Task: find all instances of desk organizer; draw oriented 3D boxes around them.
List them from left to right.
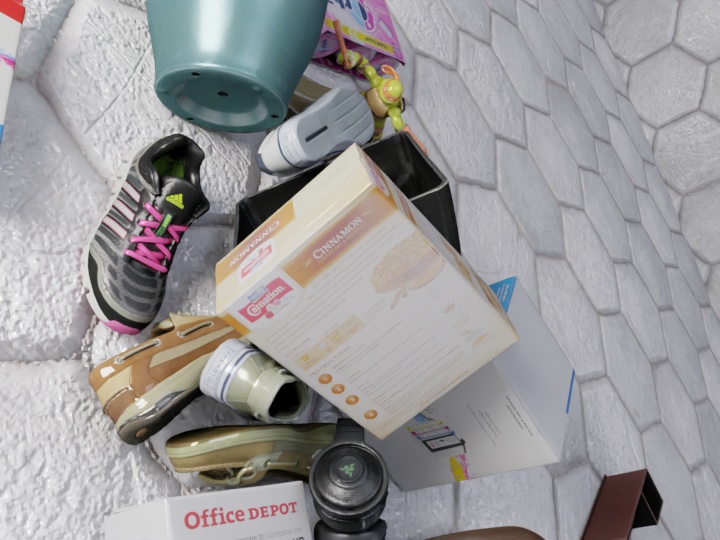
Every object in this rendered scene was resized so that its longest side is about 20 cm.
[{"bbox_3d":[0.419,0.402,1.141,0.200,0.077,0.072,-32,96,-55],"label":"desk organizer"}]

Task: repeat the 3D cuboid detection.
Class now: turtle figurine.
[{"bbox_3d":[0.018,-0.225,0.931,0.064,0.161,0.200,-40,99,-16],"label":"turtle figurine"}]

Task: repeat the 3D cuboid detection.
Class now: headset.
[{"bbox_3d":[0.005,0.208,0.602,0.200,0.093,0.124,-87,176,-68],"label":"headset"}]

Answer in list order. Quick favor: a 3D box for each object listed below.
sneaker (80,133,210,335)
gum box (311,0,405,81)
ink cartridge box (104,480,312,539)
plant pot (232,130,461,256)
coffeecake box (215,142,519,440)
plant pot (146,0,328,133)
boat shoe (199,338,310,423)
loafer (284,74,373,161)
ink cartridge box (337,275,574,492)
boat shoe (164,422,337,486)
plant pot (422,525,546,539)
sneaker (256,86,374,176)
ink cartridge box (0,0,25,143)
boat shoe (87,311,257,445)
[{"bbox_3d":[-0.179,-0.043,0.621,0.074,0.087,0.201,33,46,-37],"label":"sneaker"},{"bbox_3d":[-0.022,-0.352,1.033,0.200,0.066,0.114,0,69,-53],"label":"gum box"},{"bbox_3d":[-0.102,0.270,0.535,0.144,0.084,0.201,12,59,-50],"label":"ink cartridge box"},{"bbox_3d":[0.000,0.000,0.713,0.200,0.199,0.178,-108,176,-65],"label":"plant pot"},{"bbox_3d":[0.007,0.025,0.581,0.200,0.153,0.073,43,16,-31],"label":"coffeecake box"},{"bbox_3d":[-0.132,-0.254,0.738,0.200,0.199,0.189,22,68,-44],"label":"plant pot"},{"bbox_3d":[-0.077,0.107,0.620,0.062,0.072,0.200,31,-4,15],"label":"boat shoe"},{"bbox_3d":[-0.058,-0.206,0.897,0.200,0.067,0.076,36,44,-35],"label":"loafer"},{"bbox_3d":[0.108,0.130,0.794,0.145,0.199,0.147,54,36,-18],"label":"ink cartridge box"},{"bbox_3d":[-0.087,0.168,0.633,0.200,0.073,0.064,17,68,-58],"label":"boat shoe"},{"bbox_3d":[0.072,0.332,0.668,0.199,0.187,0.188,16,56,-30],"label":"plant pot"},{"bbox_3d":[-0.051,-0.159,0.810,0.200,0.071,0.073,-37,109,-56],"label":"sneaker"},{"bbox_3d":[-0.324,-0.164,0.525,0.116,0.067,0.201,24,51,-44],"label":"ink cartridge box"},{"bbox_3d":[-0.146,0.067,0.613,0.074,0.076,0.200,45,29,6],"label":"boat shoe"}]
